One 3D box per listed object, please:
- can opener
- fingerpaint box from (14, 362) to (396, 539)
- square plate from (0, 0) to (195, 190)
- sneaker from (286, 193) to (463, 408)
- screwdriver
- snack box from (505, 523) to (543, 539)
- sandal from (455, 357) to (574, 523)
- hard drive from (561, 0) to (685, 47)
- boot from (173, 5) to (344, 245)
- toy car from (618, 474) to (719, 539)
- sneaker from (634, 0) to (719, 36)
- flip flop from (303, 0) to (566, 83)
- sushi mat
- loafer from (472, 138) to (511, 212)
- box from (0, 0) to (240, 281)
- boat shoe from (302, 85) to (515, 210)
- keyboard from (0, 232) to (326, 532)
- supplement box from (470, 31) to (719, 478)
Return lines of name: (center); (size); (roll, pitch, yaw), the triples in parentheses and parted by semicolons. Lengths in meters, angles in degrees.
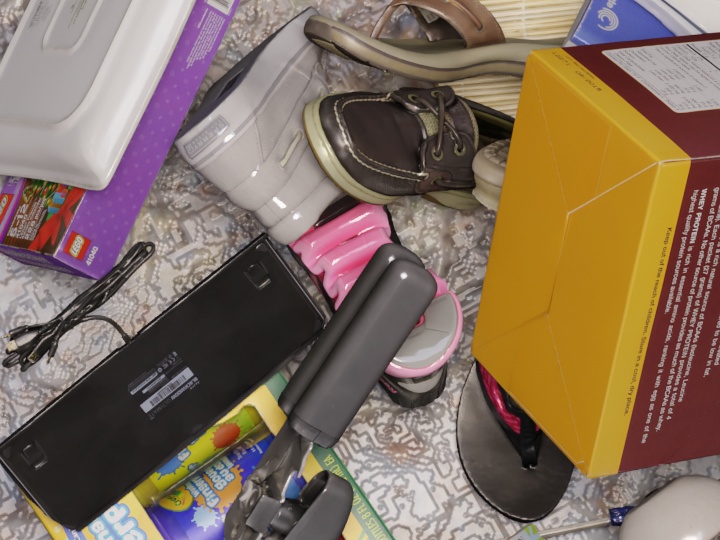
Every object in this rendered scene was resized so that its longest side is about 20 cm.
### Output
can opener: (-0.010, 0.083, 1.523); (0.067, 0.053, 0.200); (30, 100, -22)
fingerpaint box: (-0.085, 0.152, 1.592); (0.167, 0.073, 0.200); (-34, 85, -6)
square plate: (-0.156, -0.146, 1.575); (0.028, 0.198, 0.200); (29, 81, -29)
sneaker: (0.000, 0.000, 1.617); (0.079, 0.095, 0.200); (-23, 59, -5)
screwdriver: (0.134, 0.150, 1.622); (0.199, 0.028, 0.029); (-6, 111, -7)
snack box: (0.012, 0.228, 1.515); (0.200, 0.142, 0.053); (-37, 84, 23)
sandal: (0.102, 0.051, 1.627); (0.075, 0.045, 0.201); (8, 82, -1)
hard drive: (0.229, -0.127, 1.627); (0.200, 0.025, 0.132); (32, 53, -5)
boot: (-0.042, -0.081, 1.586); (0.074, 0.200, 0.096); (-36, 101, 28)
toy car: (0.177, 0.232, 1.534); (0.200, 0.150, 0.175); (-41, 86, 30)
sneaker: (0.208, -0.175, 1.584); (0.200, 0.071, 0.073); (29, 53, -6)
flip flop: (0.058, -0.144, 1.597); (0.199, 0.081, 0.058); (0, 103, -25)
sushi mat: (0.142, -0.141, 1.671); (0.199, 0.012, 0.096); (-6, 83, -3)
loafer: (0.142, -0.026, 1.589); (0.200, 0.076, 0.068); (13, 104, -38)
box: (-0.147, -0.094, 1.591); (0.039, 0.137, 0.200); (29, 81, -25)
boat shoe: (0.039, -0.079, 1.568); (0.065, 0.200, 0.073); (-27, 76, 28)
keyboard: (-0.126, 0.048, 1.536); (0.200, 0.021, 0.127); (-39, 118, -7)
supplement box: (0.192, -0.014, 1.491); (0.200, 0.133, 0.198); (-8, 124, -28)
